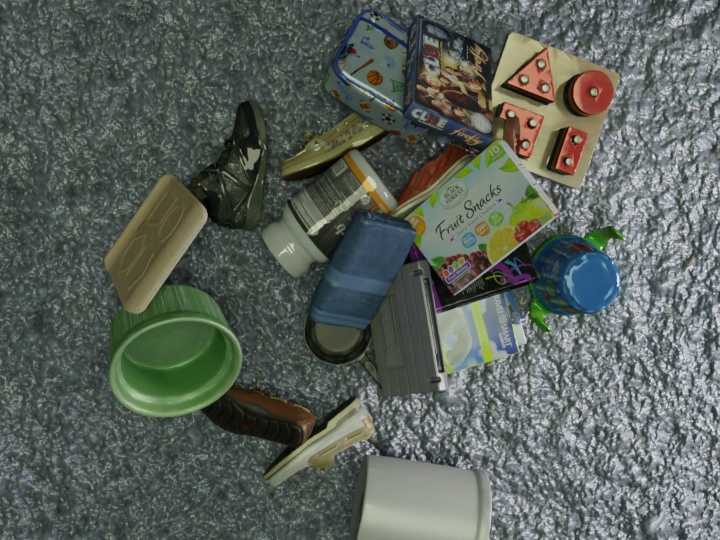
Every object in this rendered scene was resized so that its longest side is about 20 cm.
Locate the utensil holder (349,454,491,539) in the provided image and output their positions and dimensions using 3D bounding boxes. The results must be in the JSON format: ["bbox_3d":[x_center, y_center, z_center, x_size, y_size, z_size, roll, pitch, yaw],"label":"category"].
[{"bbox_3d":[0.092,0.390,1.335,0.197,0.170,0.172,11,94,-3],"label":"utensil holder"}]

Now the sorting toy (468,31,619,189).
[{"bbox_3d":[0.303,-0.258,1.341,0.198,0.070,0.201,19,93,-6],"label":"sorting toy"}]

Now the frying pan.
[{"bbox_3d":[-0.004,0.114,1.366,0.189,0.031,0.116,27,91,-10],"label":"frying pan"}]

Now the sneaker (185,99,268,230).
[{"bbox_3d":[-0.206,-0.166,1.290,0.113,0.076,0.202,3,100,-29],"label":"sneaker"}]

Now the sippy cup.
[{"bbox_3d":[0.350,0.013,1.339,0.138,0.130,0.180,5,95,-5],"label":"sippy cup"}]

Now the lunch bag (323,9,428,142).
[{"bbox_3d":[0.047,-0.308,1.293,0.199,0.076,0.161,32,65,-9],"label":"lunch bag"}]

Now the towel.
[{"bbox_3d":[0.000,0.000,1.279,0.111,0.049,0.201,13,121,-27],"label":"towel"}]

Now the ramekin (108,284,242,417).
[{"bbox_3d":[-0.287,0.118,1.268,0.198,0.098,0.202,-13,131,-15],"label":"ramekin"}]

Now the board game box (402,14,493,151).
[{"bbox_3d":[0.132,-0.283,1.245,0.134,0.035,0.202,19,51,-18],"label":"board game box"}]

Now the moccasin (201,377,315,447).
[{"bbox_3d":[-0.169,0.221,1.341,0.199,0.078,0.075,10,111,13],"label":"moccasin"}]

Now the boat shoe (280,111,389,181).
[{"bbox_3d":[-0.045,-0.204,1.319,0.199,0.073,0.063,-28,88,-14],"label":"boat shoe"}]

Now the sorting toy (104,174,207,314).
[{"bbox_3d":[-0.308,-0.043,1.256,0.036,0.200,0.186,34,92,-35],"label":"sorting toy"}]

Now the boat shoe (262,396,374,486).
[{"bbox_3d":[-0.066,0.293,1.355,0.199,0.075,0.069,-37,94,0],"label":"boat shoe"}]

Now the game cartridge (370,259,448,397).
[{"bbox_3d":[0.070,0.094,1.314,0.038,0.129,0.203,-4,83,-41],"label":"game cartridge"}]

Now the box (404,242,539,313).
[{"bbox_3d":[0.171,-0.020,1.345,0.198,0.036,0.144,-17,75,-2],"label":"box"}]

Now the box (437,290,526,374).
[{"bbox_3d":[0.172,0.097,1.373,0.198,0.048,0.123,-16,96,-3],"label":"box"}]

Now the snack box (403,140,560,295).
[{"bbox_3d":[0.178,-0.079,1.258,0.200,0.053,0.143,-40,81,25],"label":"snack box"}]

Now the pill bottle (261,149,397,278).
[{"bbox_3d":[-0.050,-0.085,1.298,0.199,0.116,0.117,-38,97,6],"label":"pill bottle"}]

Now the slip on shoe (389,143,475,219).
[{"bbox_3d":[0.099,-0.127,1.343,0.200,0.074,0.061,-41,62,6],"label":"slip on shoe"}]

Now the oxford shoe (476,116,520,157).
[{"bbox_3d":[0.206,-0.141,1.302,0.074,0.070,0.203,7,105,17],"label":"oxford shoe"}]
